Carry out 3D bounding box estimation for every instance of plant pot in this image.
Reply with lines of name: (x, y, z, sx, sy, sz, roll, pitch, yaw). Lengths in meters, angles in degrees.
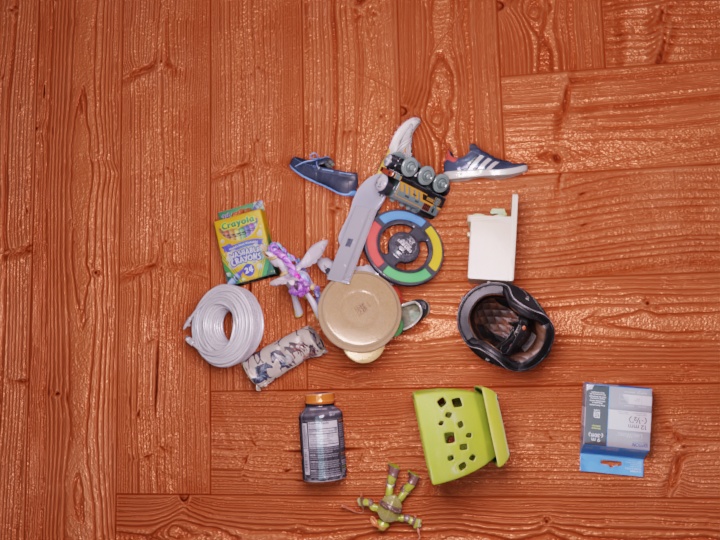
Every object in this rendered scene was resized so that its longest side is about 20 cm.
plant pot: (0.223, 0.353, 1.629, 0.181, 0.200, 0.200, -11, 82, 2)

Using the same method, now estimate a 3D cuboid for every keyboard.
keyboard: (-0.019, -0.062, 1.695, 0.056, 0.011, 0.201, 11, 66, 25)

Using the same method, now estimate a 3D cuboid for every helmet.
helmet: (0.317, 0.119, 1.637, 0.200, 0.200, 0.191, -51, 35, 1)

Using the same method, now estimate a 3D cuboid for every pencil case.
pencil case: (-0.181, 0.209, 1.765, 0.199, 0.078, 0.090, -28, 79, 5)

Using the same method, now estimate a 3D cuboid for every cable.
cable: (-0.322, 0.135, 1.766, 0.200, 0.069, 0.200, 43, 107, 30)

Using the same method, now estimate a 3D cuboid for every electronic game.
electronic game: (0.103, -0.055, 1.727, 0.199, 0.042, 0.201, 7, 64, -14)

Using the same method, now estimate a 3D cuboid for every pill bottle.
pill bottle: (-0.090, 0.388, 1.717, 0.106, 0.106, 0.201, -5, 83, 9)

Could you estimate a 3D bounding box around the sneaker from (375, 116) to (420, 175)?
sneaker: (0.104, -0.278, 1.781, 0.082, 0.078, 0.201, 23, 97, 7)

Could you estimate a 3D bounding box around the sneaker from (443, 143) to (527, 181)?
sneaker: (0.296, -0.262, 1.740, 0.199, 0.075, 0.085, -2, 88, 9)

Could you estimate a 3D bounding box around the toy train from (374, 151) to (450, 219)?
toy train: (0.123, -0.199, 1.714, 0.085, 0.200, 0.114, 34, 101, 53)

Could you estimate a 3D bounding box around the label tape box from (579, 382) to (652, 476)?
label tape box: (0.570, 0.357, 1.634, 0.143, 0.066, 0.201, 4, 83, 10)

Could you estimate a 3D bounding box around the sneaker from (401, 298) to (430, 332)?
sneaker: (0.072, 0.125, 1.727, 0.200, 0.090, 0.067, -31, 81, 5)

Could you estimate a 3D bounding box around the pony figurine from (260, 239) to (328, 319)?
pony figurine: (-0.146, 0.019, 1.715, 0.166, 0.193, 0.200, -41, 113, -27)

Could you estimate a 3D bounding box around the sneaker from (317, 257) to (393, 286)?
sneaker: (0.000, 0.000, 1.763, 0.200, 0.075, 0.115, 34, 88, 7)

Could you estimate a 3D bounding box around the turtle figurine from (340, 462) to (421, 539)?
turtle figurine: (0.063, 0.535, 1.697, 0.199, 0.064, 0.162, 21, 88, 11)

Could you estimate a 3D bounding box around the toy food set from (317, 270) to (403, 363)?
toy food set: (0.002, 0.095, 1.667, 0.200, 0.049, 0.198, 39, 73, 10)

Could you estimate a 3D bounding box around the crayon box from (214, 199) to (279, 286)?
crayon box: (-0.288, -0.070, 1.827, 0.125, 0.052, 0.201, -15, 81, 7)

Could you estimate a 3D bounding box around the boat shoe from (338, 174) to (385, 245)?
boat shoe: (0.015, -0.139, 1.769, 0.070, 0.066, 0.201, 28, 100, 17)

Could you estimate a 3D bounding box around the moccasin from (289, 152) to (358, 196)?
moccasin: (-0.082, -0.245, 1.788, 0.199, 0.080, 0.068, 26, 110, 23)

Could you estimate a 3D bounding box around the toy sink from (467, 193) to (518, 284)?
toy sink: (0.302, -0.071, 1.692, 0.112, 0.130, 0.201, 4, 85, 10)
